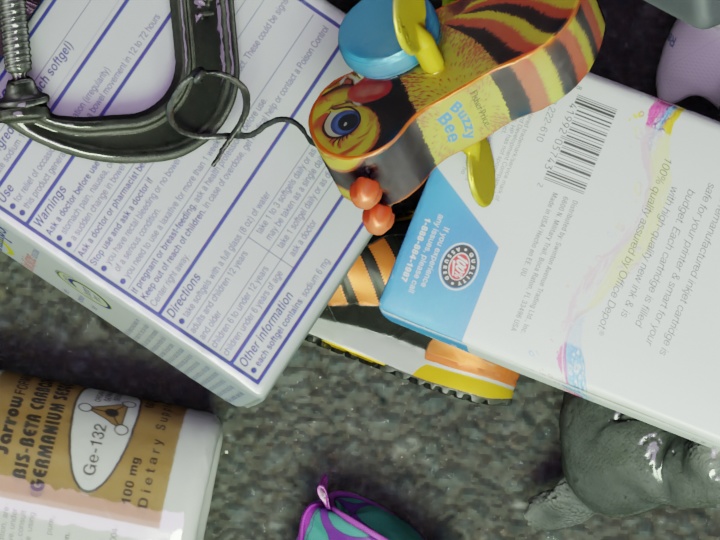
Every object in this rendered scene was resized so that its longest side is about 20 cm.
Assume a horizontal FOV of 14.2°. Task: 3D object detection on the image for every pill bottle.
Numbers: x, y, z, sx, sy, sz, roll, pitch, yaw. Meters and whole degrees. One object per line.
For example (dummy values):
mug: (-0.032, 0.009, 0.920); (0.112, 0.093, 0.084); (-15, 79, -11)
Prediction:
pill bottle: (-0.180, 0.112, 1.517); (0.200, 0.114, 0.115); (11, 100, 0)

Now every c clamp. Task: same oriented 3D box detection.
c clamp: (-0.143, -0.144, 1.361); (0.171, 0.027, 0.200); (-11, 92, -16)

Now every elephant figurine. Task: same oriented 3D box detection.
elephant figurine: (0.150, 0.017, 1.490); (0.155, 0.141, 0.200); (-23, 97, -25)

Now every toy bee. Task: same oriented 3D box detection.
toy bee: (0.023, -0.065, 1.314); (0.200, 0.109, 0.131); (-36, 132, 22)

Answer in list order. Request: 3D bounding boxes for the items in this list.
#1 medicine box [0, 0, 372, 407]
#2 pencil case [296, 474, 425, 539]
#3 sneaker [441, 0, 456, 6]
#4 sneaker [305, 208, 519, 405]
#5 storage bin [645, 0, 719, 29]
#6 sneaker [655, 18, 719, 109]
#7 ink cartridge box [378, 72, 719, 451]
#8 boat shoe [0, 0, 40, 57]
medicine box: (-0.085, -0.061, 1.431); (0.200, 0.103, 0.182); (34, 80, -3)
pencil case: (-0.035, 0.215, 1.545); (0.092, 0.085, 0.200); (33, 99, -5)
sneaker: (0.075, -0.099, 1.494); (0.074, 0.084, 0.200); (6, 82, 1)
sneaker: (0.000, 0.000, 1.521); (0.200, 0.070, 0.090); (22, 88, -4)
storage bin: (0.190, -0.213, 1.386); (0.134, 0.146, 0.200); (-28, 128, -23)
sneaker: (0.245, -0.082, 1.501); (0.200, 0.075, 0.087); (31, 111, 3)
ink cartridge box: (0.129, -0.007, 1.395); (0.200, 0.085, 0.145); (22, 86, 7)
boat shoe: (-0.145, -0.092, 1.507); (0.200, 0.060, 0.072); (36, 99, -4)
